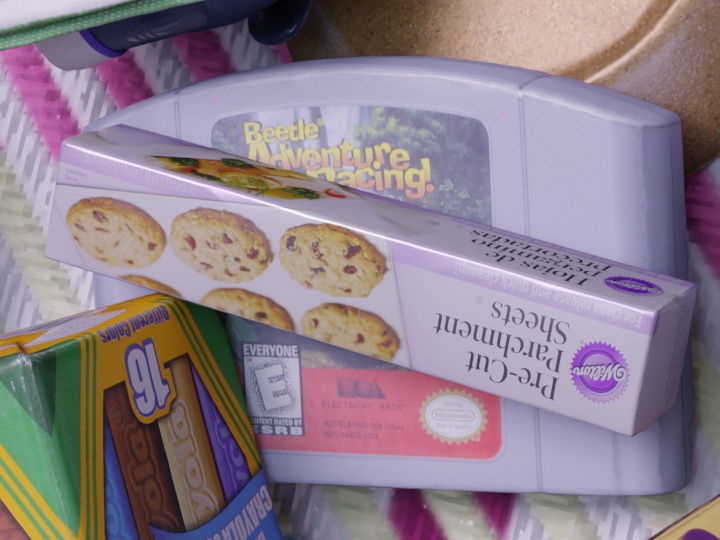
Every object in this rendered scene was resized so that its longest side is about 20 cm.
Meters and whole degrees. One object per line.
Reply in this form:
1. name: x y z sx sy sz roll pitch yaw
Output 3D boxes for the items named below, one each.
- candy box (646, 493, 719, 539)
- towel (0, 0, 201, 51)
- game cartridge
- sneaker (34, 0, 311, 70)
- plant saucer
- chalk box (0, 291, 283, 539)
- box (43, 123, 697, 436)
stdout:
1. candy box: 0.132 0.110 0.828 0.200 0.056 0.117 -36 84 24
2. towel: -0.094 -0.160 0.918 0.152 0.023 0.201 -12 61 31
3. game cartridge: 0.004 0.000 0.926 0.199 0.041 0.134 0 96 25
4. sneaker: -0.045 -0.164 0.956 0.146 0.081 0.201 -22 51 19
5. plant saucer: 0.055 -0.116 0.942 0.199 0.035 0.201 -4 80 23
6. chalk box: -0.095 0.120 0.906 0.124 0.124 0.201 -14 93 26
7. box: 0.000 0.000 0.887 0.199 0.039 0.042 17 108 21
